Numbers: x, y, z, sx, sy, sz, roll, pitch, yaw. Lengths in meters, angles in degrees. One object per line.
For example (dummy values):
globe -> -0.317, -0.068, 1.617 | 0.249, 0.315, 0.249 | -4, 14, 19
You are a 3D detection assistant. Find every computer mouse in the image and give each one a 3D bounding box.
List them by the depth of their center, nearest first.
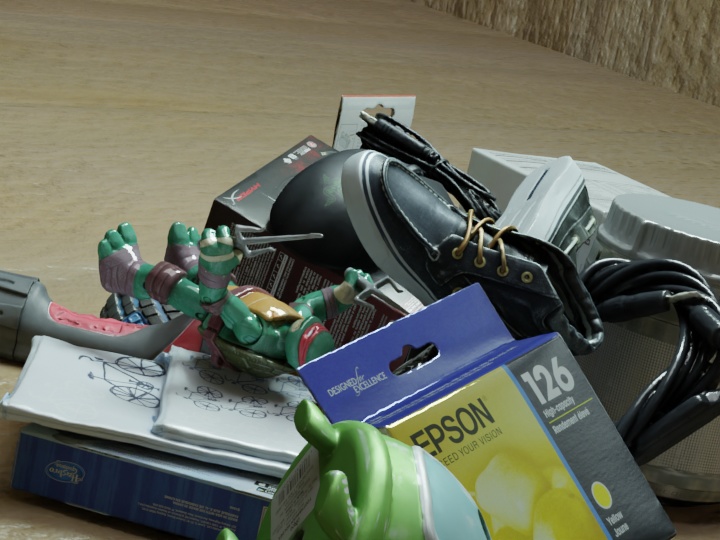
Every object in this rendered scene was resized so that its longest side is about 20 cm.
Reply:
computer mouse -> 0.012, -0.061, 1.536 | 0.138, 0.053, 0.200 | 36, 35, 20

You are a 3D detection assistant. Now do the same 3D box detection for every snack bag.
snack bag -> -0.123, 0.080, 1.357 | 0.199, 0.022, 0.189 | 12, 12, -4

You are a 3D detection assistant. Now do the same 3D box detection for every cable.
cable -> 0.153, 0.070, 1.434 | 0.051, 0.200, 0.164 | 46, 13, -43

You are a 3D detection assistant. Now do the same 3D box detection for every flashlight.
flashlight -> -0.179, 0.043, 1.542 | 0.199, 0.068, 0.068 | 15, 15, 4

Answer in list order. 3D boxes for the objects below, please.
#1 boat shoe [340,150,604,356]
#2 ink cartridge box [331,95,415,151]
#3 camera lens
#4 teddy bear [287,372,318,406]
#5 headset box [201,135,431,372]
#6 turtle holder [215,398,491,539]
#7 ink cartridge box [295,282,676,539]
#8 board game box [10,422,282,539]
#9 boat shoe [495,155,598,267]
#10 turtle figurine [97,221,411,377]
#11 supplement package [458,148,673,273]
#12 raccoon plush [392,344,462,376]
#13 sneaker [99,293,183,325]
boat shoe -> 0.076, -0.012, 1.391 | 0.091, 0.200, 0.071 | -21, 32, 34
ink cartridge box -> -0.023, -0.056, 1.796 | 0.050, 0.201, 0.109 | 22, 16, 34
camera lens -> 0.230, 0.060, 1.563 | 0.159, 0.201, 0.160 | 12, 13, -3
teddy bear -> 0.025, 0.081, 1.577 | 0.199, 0.067, 0.145 | 6, 18, -24
headset box -> 0.000, 0.000, 1.560 | 0.199, 0.075, 0.149 | 32, 34, 15
turtle holder -> 0.012, 0.162, 1.100 | 0.131, 0.142, 0.185 | 26, 0, -20
ink cartridge box -> 0.081, 0.108, 1.265 | 0.197, 0.047, 0.201 | -24, 82, -51
board game box -> -0.094, 0.120, 1.359 | 0.199, 0.044, 0.199 | 15, 13, 9
boat shoe -> 0.129, -0.011, 1.537 | 0.072, 0.071, 0.200 | -26, 16, 39
turtle figurine -> -0.071, 0.018, 1.406 | 0.199, 0.101, 0.150 | 19, -5, 35
supplement package -> 0.194, -0.005, 1.891 | 0.150, 0.153, 0.200 | 4, 16, -34
raccoon plush -> 0.067, 0.115, 1.379 | 0.134, 0.097, 0.200 | 53, 15, 2
sneaker -> -0.104, 0.040, 1.642 | 0.199, 0.087, 0.075 | -13, 54, -17
